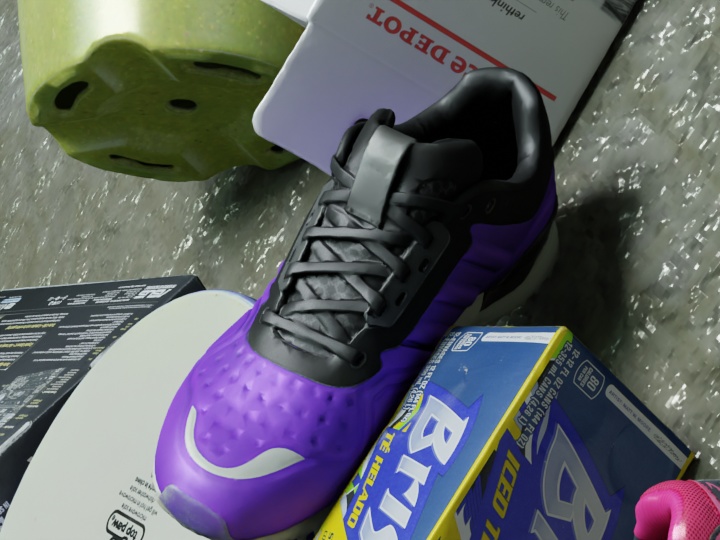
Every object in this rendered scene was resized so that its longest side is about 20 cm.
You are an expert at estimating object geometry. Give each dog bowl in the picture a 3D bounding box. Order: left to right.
[{"bbox_3d":[-0.057,0.111,0.874,0.200,0.079,0.201,-38,38,36],"label":"dog bowl"}]

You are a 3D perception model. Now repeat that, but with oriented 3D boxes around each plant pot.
[{"bbox_3d":[-0.076,-0.146,1.034,0.200,0.200,0.185,-26,56,47],"label":"plant pot"}]

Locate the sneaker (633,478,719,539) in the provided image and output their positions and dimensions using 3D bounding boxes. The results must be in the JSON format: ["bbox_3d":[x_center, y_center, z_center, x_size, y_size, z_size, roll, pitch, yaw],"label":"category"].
[{"bbox_3d":[0.062,0.144,0.663,0.200,0.075,0.081,-59,29,7],"label":"sneaker"}]

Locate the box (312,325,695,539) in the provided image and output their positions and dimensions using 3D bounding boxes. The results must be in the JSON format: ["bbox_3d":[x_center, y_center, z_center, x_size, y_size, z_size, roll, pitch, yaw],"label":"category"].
[{"bbox_3d":[0.016,0.114,0.721,0.064,0.070,0.200,-2,50,58],"label":"box"}]

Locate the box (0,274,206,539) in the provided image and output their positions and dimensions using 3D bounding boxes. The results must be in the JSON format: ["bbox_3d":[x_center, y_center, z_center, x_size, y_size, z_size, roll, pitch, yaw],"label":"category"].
[{"bbox_3d":[-0.161,0.069,1.045,0.160,0.044,0.200,-44,20,-27],"label":"box"}]

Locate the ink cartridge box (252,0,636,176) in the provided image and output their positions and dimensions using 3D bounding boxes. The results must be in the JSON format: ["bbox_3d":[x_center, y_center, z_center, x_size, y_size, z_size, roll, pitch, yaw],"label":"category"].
[{"bbox_3d":[0.041,-0.122,0.875,0.200,0.116,0.068,-60,28,3],"label":"ink cartridge box"}]

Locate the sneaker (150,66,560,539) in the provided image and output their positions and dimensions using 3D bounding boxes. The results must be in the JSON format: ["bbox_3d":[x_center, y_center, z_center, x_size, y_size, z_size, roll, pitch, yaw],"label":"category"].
[{"bbox_3d":[0.000,0.000,0.775,0.200,0.069,0.100,-47,-25,-37],"label":"sneaker"}]
